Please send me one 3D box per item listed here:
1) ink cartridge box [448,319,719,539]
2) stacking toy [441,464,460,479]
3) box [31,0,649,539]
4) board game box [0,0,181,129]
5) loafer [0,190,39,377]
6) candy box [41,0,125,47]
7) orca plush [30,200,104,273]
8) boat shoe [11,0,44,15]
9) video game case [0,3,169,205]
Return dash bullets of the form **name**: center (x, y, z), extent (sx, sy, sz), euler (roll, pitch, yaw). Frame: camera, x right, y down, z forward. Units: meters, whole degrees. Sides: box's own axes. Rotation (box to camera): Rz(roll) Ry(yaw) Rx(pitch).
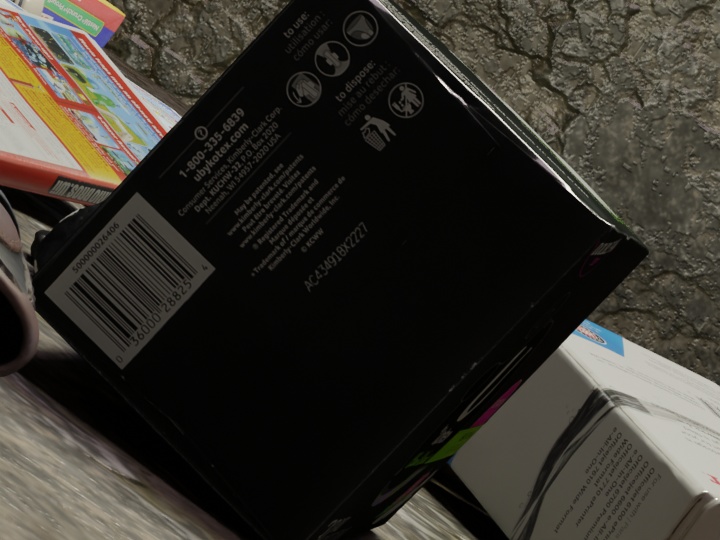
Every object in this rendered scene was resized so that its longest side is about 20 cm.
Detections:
- **ink cartridge box**: center (0.134, 0.105, 1.232), extent (0.145, 0.084, 0.200), euler (27, 13, -32)
- **stacking toy**: center (0.060, 0.051, 1.352), extent (0.200, 0.146, 0.146), euler (50, -1, -17)
- **box**: center (0.000, 0.000, 0.940), extent (0.124, 0.149, 0.200), euler (45, 5, 8)
- **board game box**: center (-0.174, -0.097, 1.507), extent (0.200, 0.056, 0.196), euler (34, 4, -21)
- **loafer**: center (-0.155, -0.035, 0.709), extent (0.200, 0.072, 0.063), euler (36, 6, -38)
- **candy box**: center (-0.293, -0.228, 2.009), extent (0.200, 0.077, 0.169), euler (39, 5, 39)
- **orca plush**: center (-0.058, 0.001, 1.124), extent (0.105, 0.071, 0.200), euler (38, 4, 38)
- **boat shoe**: center (-0.290, -0.200, 1.796), extent (0.093, 0.075, 0.200), euler (22, 3, -45)
- **video game case**: center (-0.156, -0.080, 1.297), extent (0.143, 0.017, 0.200), euler (49, 19, 28)
